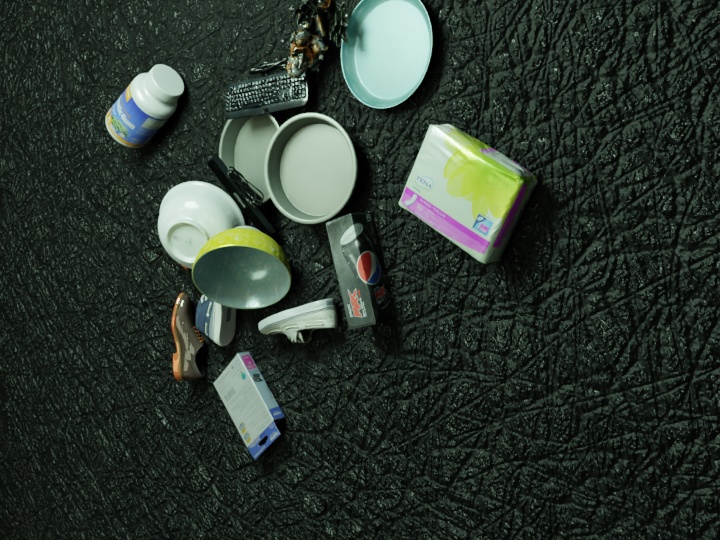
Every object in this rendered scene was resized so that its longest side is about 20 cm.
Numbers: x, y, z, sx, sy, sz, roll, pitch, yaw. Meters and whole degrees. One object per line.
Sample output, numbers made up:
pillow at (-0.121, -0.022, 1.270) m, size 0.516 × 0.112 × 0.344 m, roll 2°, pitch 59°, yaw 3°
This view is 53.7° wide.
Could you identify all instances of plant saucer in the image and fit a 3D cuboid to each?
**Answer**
plant saucer at (0.048, -0.384, 1.233) m, size 0.198 × 0.027 × 0.203 m, roll 6°, pitch 100°, yaw 39°

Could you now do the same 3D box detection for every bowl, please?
bowl at (-0.347, -0.078, 1.498) m, size 0.198 × 0.091 × 0.203 m, roll 5°, pitch 118°, yaw 9°
bowl at (-0.235, -0.024, 1.437) m, size 0.200 × 0.199 × 0.109 m, roll -38°, pitch 38°, yaw 36°

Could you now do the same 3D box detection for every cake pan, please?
cake pan at (-0.214, -0.235, 1.462) m, size 0.198 × 0.037 × 0.203 m, roll 6°, pitch 100°, yaw 39°
cake pan at (-0.088, -0.189, 1.330) m, size 0.198 × 0.037 × 0.203 m, roll 3°, pitch 96°, yaw 26°

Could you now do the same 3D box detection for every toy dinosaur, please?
toy dinosaur at (-0.085, -0.452, 1.291) m, size 0.136 × 0.101 × 0.203 m, roll -148°, pitch 60°, yaw -70°

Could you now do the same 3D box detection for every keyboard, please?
keyboard at (-0.189, -0.361, 1.387) m, size 0.198 × 0.040 × 0.106 m, roll -4°, pitch 78°, yaw 27°
keyboard at (-0.227, -0.153, 1.431) m, size 0.201 × 0.040 × 0.104 m, roll 53°, pitch 162°, yaw -13°

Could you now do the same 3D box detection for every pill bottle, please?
pill bottle at (-0.490, -0.378, 1.627) m, size 0.199 × 0.111 × 0.113 m, roll -33°, pitch 75°, yaw 38°

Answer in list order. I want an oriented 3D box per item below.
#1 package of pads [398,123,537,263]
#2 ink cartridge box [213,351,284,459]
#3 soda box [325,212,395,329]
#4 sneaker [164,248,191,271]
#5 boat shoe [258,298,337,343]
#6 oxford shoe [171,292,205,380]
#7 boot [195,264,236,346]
package of pads at (0.168, -0.129, 1.137) m, size 0.199 × 0.068 × 0.156 m, roll 37°, pitch 118°, yaw 30°
ink cartridge box at (-0.237, 0.293, 1.544) m, size 0.119 × 0.042 × 0.201 m, roll -47°, pitch 64°, yaw 33°
soda box at (0.000, 0.000, 1.296) m, size 0.070 × 0.063 × 0.203 m, roll -16°, pitch 85°, yaw 39°
sneaker at (-0.354, -0.079, 1.588) m, size 0.090 × 0.070 × 0.200 m, roll 49°, pitch 123°, yaw 1°
boat shoe at (-0.123, 0.112, 1.412) m, size 0.198 × 0.071 × 0.071 m, roll -19°, pitch 81°, yaw 33°
oxford shoe at (-0.392, 0.152, 1.652) m, size 0.072 × 0.071 × 0.203 m, roll -2°, pitch 91°, yaw 11°
boot at (-0.316, 0.060, 1.558) m, size 0.090 × 0.072 × 0.202 m, roll 24°, pitch 111°, yaw 29°
